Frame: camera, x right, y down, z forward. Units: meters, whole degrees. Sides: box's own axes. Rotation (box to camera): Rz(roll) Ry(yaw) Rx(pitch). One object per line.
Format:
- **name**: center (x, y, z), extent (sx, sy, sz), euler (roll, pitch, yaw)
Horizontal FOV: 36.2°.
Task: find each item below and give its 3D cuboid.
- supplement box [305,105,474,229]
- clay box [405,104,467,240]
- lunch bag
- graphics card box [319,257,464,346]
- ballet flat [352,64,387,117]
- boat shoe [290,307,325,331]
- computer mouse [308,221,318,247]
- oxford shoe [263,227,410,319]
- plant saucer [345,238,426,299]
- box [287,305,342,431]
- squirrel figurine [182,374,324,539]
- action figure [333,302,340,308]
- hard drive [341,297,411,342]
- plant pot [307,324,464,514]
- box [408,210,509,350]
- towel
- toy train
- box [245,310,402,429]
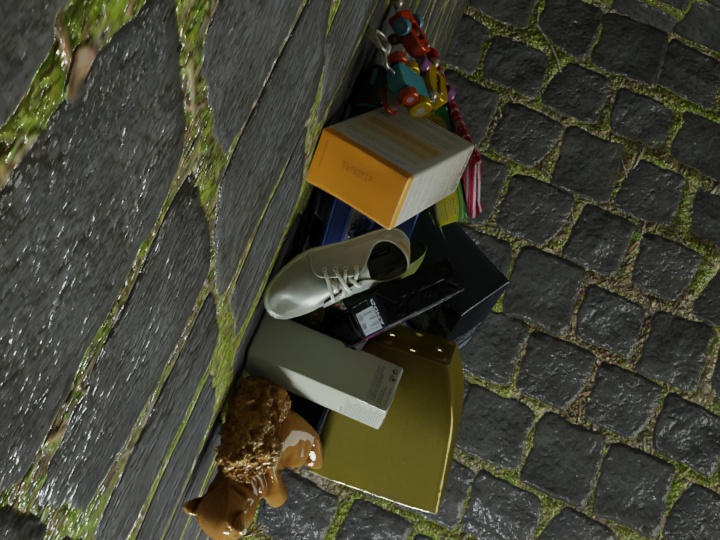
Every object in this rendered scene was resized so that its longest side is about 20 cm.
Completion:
- **supplement box**: center (0.039, -0.131, 1.339), extent (0.199, 0.125, 0.074), euler (-30, 147, -57)
- **clay box**: center (0.101, -0.155, 1.535), extent (0.115, 0.047, 0.203), euler (-115, -172, -56)
- **lunch bag**: center (0.001, -0.080, 1.456), extent (0.201, 0.130, 0.138), euler (-85, -167, -67)
- **graphics card box**: center (0.037, 0.050, 1.445), extent (0.124, 0.052, 0.200), euler (-23, 174, -28)
- **ballet flat**: center (0.025, -0.228, 1.497), extent (0.200, 0.067, 0.070), euler (99, 2, -82)
- **boat shoe**: center (-0.090, 0.059, 1.505), extent (0.201, 0.071, 0.068), euler (121, -9, -56)
- **computer mouse**: center (0.013, -0.100, 1.614), extent (0.199, 0.046, 0.141), euler (-35, 161, -21)
- **oxford shoe**: center (-0.025, 0.005, 1.344), extent (0.058, 0.197, 0.076), euler (-126, -164, -59)
- **plant saucer**: center (0.000, 0.000, 1.562), extent (0.200, 0.196, 0.032), euler (-62, 141, -70)
- **box**: center (-0.087, 0.159, 1.692), extent (0.200, 0.116, 0.199), euler (99, 14, -77)
- **squirrel figurine**: center (-0.152, 0.247, 1.424), extent (0.187, 0.140, 0.202), euler (-53, 156, -37)
- **action figure**: center (-0.056, 0.041, 1.853), extent (0.201, 0.097, 0.066), euler (105, 7, -59)
- **hard drive**: center (0.026, 0.071, 1.723), extent (0.025, 0.202, 0.132), euler (-35, -173, -25)
- **plant pot**: center (0.057, 0.192, 1.575), extent (0.194, 0.192, 0.203), euler (-50, 157, -73)
- **box**: center (0.102, 0.022, 1.727), extent (0.117, 0.197, 0.201), euler (-31, 161, -32)
- **towel**: center (0.128, -0.190, 1.511), extent (0.145, 0.022, 0.203), euler (80, -8, -62)
- **toy train**: center (0.051, -0.262, 1.398), extent (0.055, 0.151, 0.200), euler (-31, -172, 27)
- **box**: center (-0.049, 0.131, 1.446), extent (0.082, 0.197, 0.069), euler (111, 3, -64)
